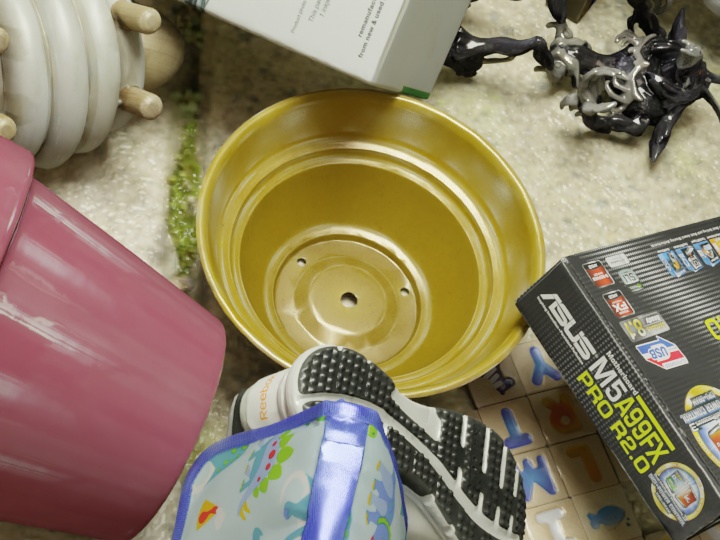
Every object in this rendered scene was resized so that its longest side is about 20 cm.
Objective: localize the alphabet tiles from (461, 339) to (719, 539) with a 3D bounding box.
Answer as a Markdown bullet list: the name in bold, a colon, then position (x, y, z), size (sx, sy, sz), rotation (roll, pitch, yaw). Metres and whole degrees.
- **alphabet tiles**: position (0.115, 0.117, 1.025), size (0.199, 0.008, 0.168), rotation (-12, 64, -20)

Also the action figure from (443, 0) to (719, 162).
- **action figure**: position (0.154, -0.143, 1.129), size (0.199, 0.102, 0.119), rotation (15, 72, -4)

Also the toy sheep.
- **toy sheep**: position (-0.193, -0.120, 1.015), size (0.199, 0.138, 0.138), rotation (-7, 62, -32)

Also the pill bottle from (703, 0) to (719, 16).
- **pill bottle**: position (0.293, -0.202, 1.164), size (0.199, 0.112, 0.113), rotation (23, 56, -20)

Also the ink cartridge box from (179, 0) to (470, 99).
- **ink cartridge box**: position (-0.047, -0.181, 1.054), size (0.199, 0.147, 0.083), rotation (26, 99, 14)

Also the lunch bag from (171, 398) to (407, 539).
- **lunch bag**: position (-0.036, 0.176, 0.841), size (0.127, 0.200, 0.171), rotation (14, 59, -6)

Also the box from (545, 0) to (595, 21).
- **box**: position (0.197, -0.273, 1.203), size (0.032, 0.121, 0.200), rotation (30, 58, 6)

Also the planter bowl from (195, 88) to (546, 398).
- **planter bowl**: position (0.000, 0.000, 1.020), size (0.200, 0.084, 0.201), rotation (6, 60, -10)

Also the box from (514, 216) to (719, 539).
- **box**: position (0.197, 0.054, 1.006), size (0.200, 0.044, 0.161), rotation (-12, 64, -49)

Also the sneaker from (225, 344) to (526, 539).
- **sneaker**: position (0.012, 0.104, 0.937), size (0.200, 0.080, 0.074), rotation (39, 49, -33)

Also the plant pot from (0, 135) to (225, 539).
- **plant pot**: position (-0.175, 0.045, 0.900), size (0.179, 0.200, 0.201), rotation (26, 56, -17)
